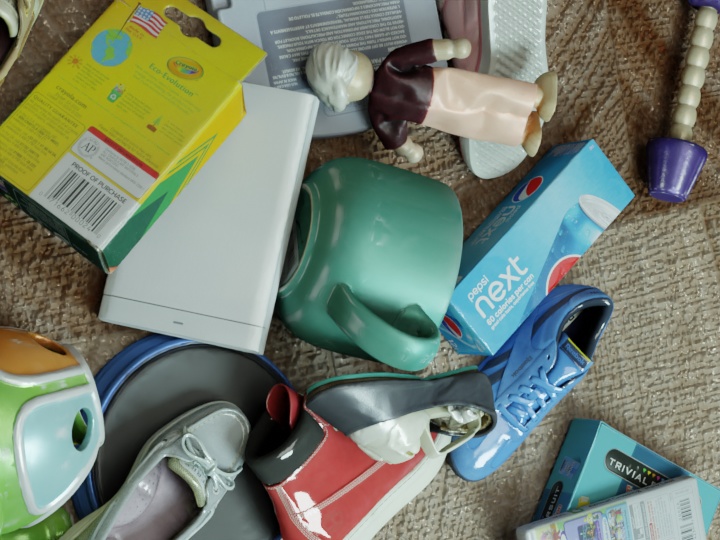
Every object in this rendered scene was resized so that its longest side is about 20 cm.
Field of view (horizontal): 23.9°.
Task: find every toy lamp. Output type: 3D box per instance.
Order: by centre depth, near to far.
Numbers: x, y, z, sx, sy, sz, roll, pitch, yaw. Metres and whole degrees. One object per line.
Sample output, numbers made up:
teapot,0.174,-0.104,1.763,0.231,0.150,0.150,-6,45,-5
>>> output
toy lamp,0.296,-0.162,1.534,0.058,0.058,0.202,16,80,-25

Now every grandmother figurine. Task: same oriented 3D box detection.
grandmother figurine,0.051,-0.140,1.360,0.198,0.061,0.122,12,118,-13

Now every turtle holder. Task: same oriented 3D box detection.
turtle holder,-0.250,0.129,1.211,0.131,0.141,0.187,-20,96,-26

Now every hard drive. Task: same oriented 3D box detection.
hard drive,-0.116,-0.047,1.306,0.131,0.027,0.202,11,82,11

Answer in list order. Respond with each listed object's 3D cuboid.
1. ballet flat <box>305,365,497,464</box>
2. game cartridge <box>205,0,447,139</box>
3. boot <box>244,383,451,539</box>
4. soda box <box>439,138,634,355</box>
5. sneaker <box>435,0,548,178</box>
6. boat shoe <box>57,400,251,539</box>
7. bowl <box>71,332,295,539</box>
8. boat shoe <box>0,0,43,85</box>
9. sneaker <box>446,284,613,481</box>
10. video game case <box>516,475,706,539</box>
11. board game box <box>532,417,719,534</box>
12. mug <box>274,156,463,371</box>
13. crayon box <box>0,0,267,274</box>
ballet flat,0.040,0.112,1.303,0.199,0.073,0.074,0,89,-50
game cartridge,-0.024,-0.177,1.388,0.198,0.041,0.135,-13,99,-26
boot,-0.007,0.122,1.337,0.200,0.072,0.145,-45,123,-38
soda box,0.141,-0.021,1.449,0.200,0.064,0.068,-46,107,-19
sneaker,0.107,-0.186,1.439,0.075,0.105,0.202,-10,123,-20
boat shoe,-0.146,0.172,1.253,0.202,0.065,0.075,-41,106,-31
bowl,-0.129,0.146,1.326,0.199,0.039,0.203,1,88,-26
boat shoe,-0.271,-0.186,1.248,0.074,0.066,0.202,23,79,-24
sneaker,0.145,0.093,1.442,0.066,0.078,0.201,43,73,-21
video game case,0.228,0.295,1.456,0.181,0.022,0.202,-12,95,-26
board game box,0.218,0.253,1.490,0.150,0.047,0.201,30,76,-23
mug,0.001,-0.010,1.313,0.113,0.185,0.154,15,87,-21
crayon box,-0.174,-0.113,1.271,0.127,0.051,0.200,35,72,14
